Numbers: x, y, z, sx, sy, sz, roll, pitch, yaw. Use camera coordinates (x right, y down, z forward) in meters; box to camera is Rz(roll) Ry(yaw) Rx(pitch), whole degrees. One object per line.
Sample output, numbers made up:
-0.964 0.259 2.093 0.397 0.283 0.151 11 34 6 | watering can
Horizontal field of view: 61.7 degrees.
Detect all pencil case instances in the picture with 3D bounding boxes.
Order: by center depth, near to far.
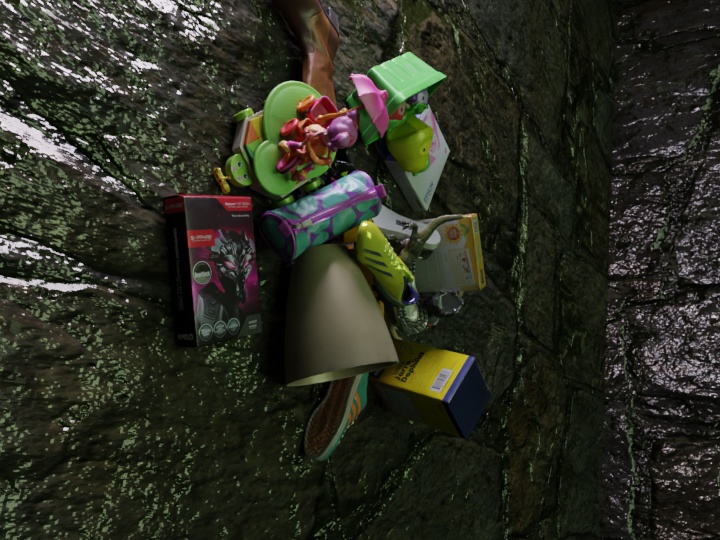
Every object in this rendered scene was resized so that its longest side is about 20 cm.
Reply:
-0.057 -0.086 0.944 0.198 0.092 0.086 -31 100 -34 | pencil case

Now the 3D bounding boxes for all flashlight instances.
0.153 0.078 1.225 0.068 0.200 0.068 42 73 -2 | flashlight

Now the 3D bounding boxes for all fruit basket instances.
0.091 -0.298 1.181 0.213 0.155 0.219 21 51 -27 | fruit basket

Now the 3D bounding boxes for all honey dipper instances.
0.047 0.079 1.203 0.038 0.037 0.202 -56 132 -39 | honey dipper

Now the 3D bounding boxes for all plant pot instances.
-0.046 0.067 0.975 0.186 0.185 0.204 7 68 -53 | plant pot

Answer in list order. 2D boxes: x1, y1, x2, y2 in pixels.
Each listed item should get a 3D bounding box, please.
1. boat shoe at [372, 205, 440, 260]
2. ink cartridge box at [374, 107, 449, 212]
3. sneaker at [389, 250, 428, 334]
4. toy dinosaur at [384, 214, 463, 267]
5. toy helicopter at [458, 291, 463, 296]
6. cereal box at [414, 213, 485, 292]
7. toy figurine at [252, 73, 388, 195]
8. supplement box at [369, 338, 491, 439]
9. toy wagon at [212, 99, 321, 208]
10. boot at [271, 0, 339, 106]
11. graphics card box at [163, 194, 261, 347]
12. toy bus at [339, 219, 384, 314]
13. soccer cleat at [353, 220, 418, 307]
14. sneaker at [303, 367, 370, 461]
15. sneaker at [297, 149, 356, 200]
0.052 -0.072 1.147 0.197 0.064 0.071 22 42 -9 | boat shoe
0.121 -0.268 1.321 0.201 0.043 0.199 54 48 -40 | ink cartridge box
0.072 0.035 1.196 0.075 0.089 0.204 -6 73 -17 | sneaker
0.089 -0.051 1.096 0.087 0.200 0.048 30 22 -35 | toy dinosaur
0.143 -0.011 1.293 0.079 0.132 0.201 -43 99 -25 | toy helicopter
0.145 -0.031 1.206 0.039 0.197 0.147 -24 108 -56 | cereal box
-0.045 -0.207 0.872 0.150 0.182 0.202 48 57 -29 | toy figurine
0.133 0.223 1.164 0.110 0.198 0.110 -50 128 -29 | supplement box
-0.140 -0.176 0.933 0.200 0.039 0.157 -40 112 -41 | toy wagon
-0.096 -0.359 1.001 0.188 0.067 0.205 24 64 -65 | boot
-0.204 -0.003 0.845 0.125 0.050 0.205 -7 95 -54 | graphics card box
0.000 0.000 1.085 0.079 0.064 0.204 -78 161 -65 | toy bus
0.047 -0.010 0.993 0.065 0.082 0.201 -66 149 -31 | soccer cleat
-0.030 0.247 1.058 0.080 0.070 0.202 55 51 -42 | sneaker
-0.051 -0.154 1.033 0.073 0.086 0.205 12 79 -53 | sneaker
